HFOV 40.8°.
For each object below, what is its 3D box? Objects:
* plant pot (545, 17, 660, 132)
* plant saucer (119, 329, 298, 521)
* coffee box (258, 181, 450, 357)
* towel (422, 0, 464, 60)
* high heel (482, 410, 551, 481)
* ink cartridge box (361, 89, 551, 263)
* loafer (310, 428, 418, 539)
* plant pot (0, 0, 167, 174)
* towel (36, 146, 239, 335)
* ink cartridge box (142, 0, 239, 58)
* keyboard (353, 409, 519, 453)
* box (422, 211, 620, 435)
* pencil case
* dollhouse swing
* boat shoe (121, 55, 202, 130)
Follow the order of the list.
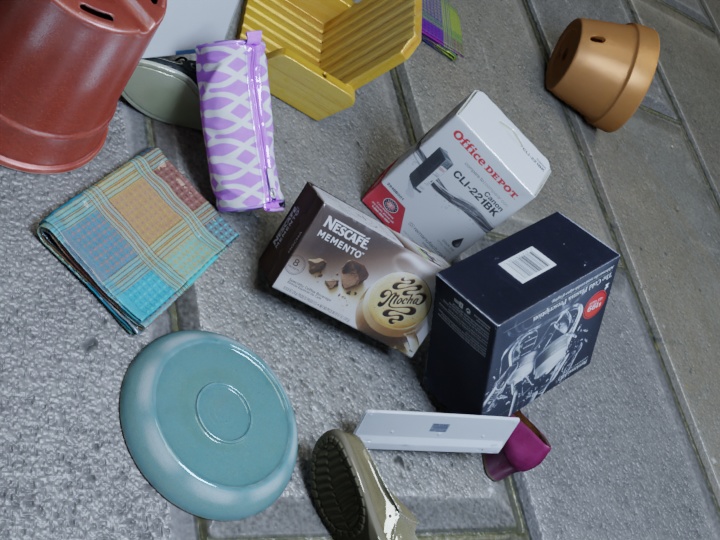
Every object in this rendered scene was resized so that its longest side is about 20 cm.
[{"bbox_3d":[0.430,-0.369,1.765,0.139,0.200,0.201,18,47,-11],"label":"plant pot"},{"bbox_3d":[-0.139,0.144,0.953,0.200,0.027,0.201,25,46,-29],"label":"plant saucer"},{"bbox_3d":[0.000,0.000,1.109,0.200,0.113,0.080,29,11,-25],"label":"coffee box"},{"bbox_3d":[0.089,-0.441,1.613,0.199,0.023,0.144,24,46,-30],"label":"towel"},{"bbox_3d":[0.184,0.153,1.195,0.067,0.096,0.201,14,52,-36],"label":"high heel"},{"bbox_3d":[0.123,-0.112,1.256,0.144,0.200,0.084,45,40,-7],"label":"ink cartridge box"},{"bbox_3d":[0.012,0.253,0.982,0.067,0.076,0.201,-16,82,-49],"label":"loafer"},{"bbox_3d":[-0.300,-0.232,0.952,0.200,0.195,0.201,25,46,-28],"label":"plant pot"},{"bbox_3d":[-0.225,-0.040,1.013,0.147,0.022,0.200,47,40,-6],"label":"towel"},{"bbox_3d":[-0.260,-0.333,1.106,0.200,0.084,0.145,41,36,21],"label":"ink cartridge box"},{"bbox_3d":[0.085,0.180,1.083,0.199,0.056,0.011,7,32,-26],"label":"keyboard"},{"bbox_3d":[0.185,0.060,1.134,0.199,0.183,0.104,-26,50,-28],"label":"box"},{"bbox_3d":[-0.133,-0.159,1.080,0.084,0.085,0.201,-17,105,-36],"label":"pencil case"},{"bbox_3d":[-0.040,-0.339,1.295,0.181,0.176,0.201,28,46,-26],"label":"dollhouse swing"},{"bbox_3d":[-0.198,-0.213,1.130,0.199,0.074,0.066,14,48,-34],"label":"boat shoe"}]
